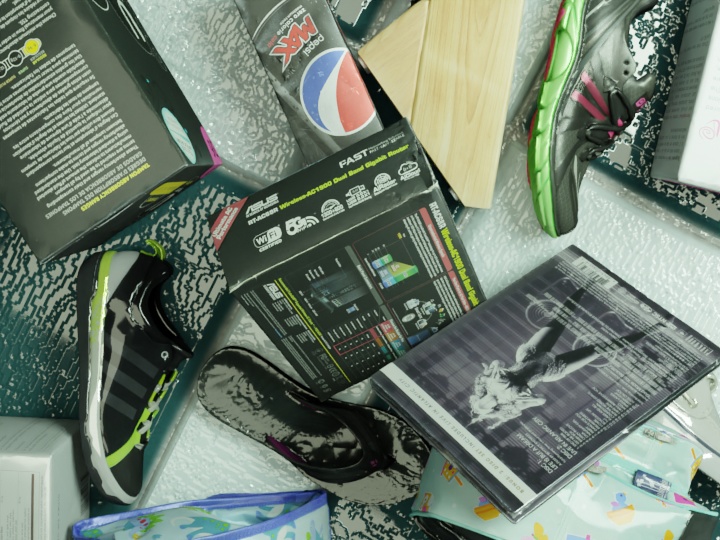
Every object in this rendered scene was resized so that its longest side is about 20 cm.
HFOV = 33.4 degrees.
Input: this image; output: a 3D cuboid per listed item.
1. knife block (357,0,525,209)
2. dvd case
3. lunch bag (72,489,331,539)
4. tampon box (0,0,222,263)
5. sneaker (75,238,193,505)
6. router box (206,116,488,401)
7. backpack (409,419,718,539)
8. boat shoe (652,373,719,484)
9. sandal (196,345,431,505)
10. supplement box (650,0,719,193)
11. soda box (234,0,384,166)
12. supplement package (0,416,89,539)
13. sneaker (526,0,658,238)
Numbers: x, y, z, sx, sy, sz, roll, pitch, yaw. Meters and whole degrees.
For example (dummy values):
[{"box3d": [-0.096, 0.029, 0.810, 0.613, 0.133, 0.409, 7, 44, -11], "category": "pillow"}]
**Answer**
[{"box3d": [0.092, -0.171, 0.879, 0.174, 0.064, 0.201, -36, 93, 6], "category": "knife block"}, {"box3d": [0.127, 0.069, 0.820, 0.198, 0.148, 0.016, -30, 139, -24], "category": "dvd case"}, {"box3d": [-0.109, 0.264, 0.906, 0.197, 0.127, 0.173, -6, 97, -26], "category": "lunch bag"}, {"box3d": [-0.208, -0.128, 0.854, 0.125, 0.150, 0.202, -31, 94, 6], "category": "tampon box"}, {"box3d": [-0.168, 0.079, 0.913, 0.081, 0.072, 0.204, -3, 96, 2], "category": "sneaker"}, {"box3d": [0.000, 0.000, 0.836, 0.148, 0.201, 0.063, -25, 58, 4], "category": "router box"}, {"box3d": [0.139, 0.163, 0.859, 0.197, 0.176, 0.156, 15, 80, 2], "category": "backpack"}, {"box3d": [0.234, 0.086, 0.900, 0.200, 0.072, 0.066, 42, 98, 5], "category": "boat shoe"}, {"box3d": [-0.037, 0.127, 0.923, 0.198, 0.048, 0.076, 25, 96, 0], "category": "sandal"}, {"box3d": [0.285, -0.152, 0.854, 0.099, 0.103, 0.204, 13, 95, 0], "category": "supplement box"}, {"box3d": [-0.024, -0.123, 0.886, 0.063, 0.071, 0.203, -24, 95, 4], "category": "soda box"}, {"box3d": [-0.315, 0.174, 0.909, 0.196, 0.110, 0.116, 3, 96, 2], "category": "supplement package"}, {"box3d": [0.170, -0.120, 0.876, 0.082, 0.077, 0.204, 13, 97, 5], "category": "sneaker"}]
